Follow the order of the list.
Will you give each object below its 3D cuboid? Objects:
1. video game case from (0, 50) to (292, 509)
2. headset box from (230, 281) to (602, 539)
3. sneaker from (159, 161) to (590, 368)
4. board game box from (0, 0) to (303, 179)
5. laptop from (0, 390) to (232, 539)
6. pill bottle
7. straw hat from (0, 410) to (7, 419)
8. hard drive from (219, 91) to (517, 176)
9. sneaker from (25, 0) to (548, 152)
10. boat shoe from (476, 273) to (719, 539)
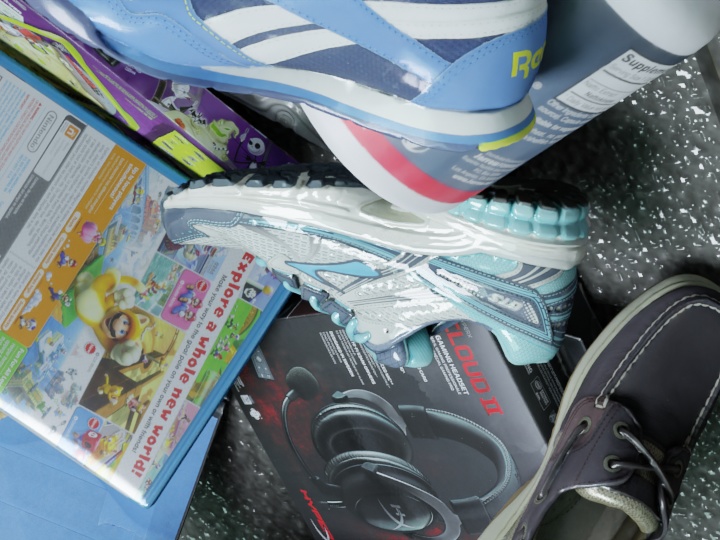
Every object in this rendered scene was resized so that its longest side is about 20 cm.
[{"bbox_3d":[-0.144,0.000,1.133,0.200,0.018,0.143,34,94,3],"label":"video game case"},{"bbox_3d":[0.041,0.059,1.153,0.199,0.077,0.149,-7,120,42],"label":"headset box"},{"bbox_3d":[0.000,0.000,1.033,0.199,0.078,0.087,6,99,25],"label":"sneaker"},{"bbox_3d":[-0.125,-0.091,1.130,0.200,0.032,0.120,39,159,-14],"label":"board game box"},{"bbox_3d":[-0.180,0.060,1.290,0.187,0.116,0.200,18,142,24],"label":"laptop"},{"bbox_3d":[0.074,-0.120,0.920,0.200,0.120,0.120,-33,102,28],"label":"pill bottle"},{"bbox_3d":[-0.227,-0.008,1.196,0.201,0.201,0.085,39,174,4],"label":"straw hat"},{"bbox_3d":[-0.010,-0.118,1.072,0.199,0.038,0.140,30,137,14],"label":"hard drive"},{"bbox_3d":[-0.026,-0.106,0.843,0.199,0.074,0.083,12,120,-5],"label":"sneaker"},{"bbox_3d":[0.112,0.096,1.059,0.072,0.200,0.065,33,-175,-22],"label":"boat shoe"}]
